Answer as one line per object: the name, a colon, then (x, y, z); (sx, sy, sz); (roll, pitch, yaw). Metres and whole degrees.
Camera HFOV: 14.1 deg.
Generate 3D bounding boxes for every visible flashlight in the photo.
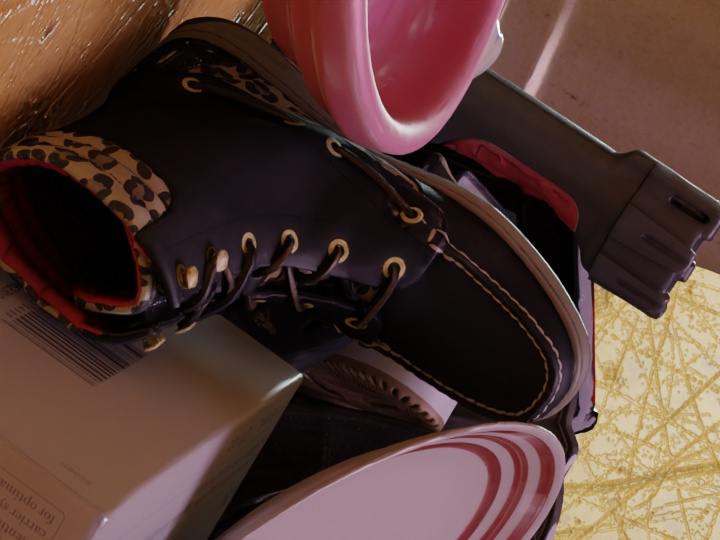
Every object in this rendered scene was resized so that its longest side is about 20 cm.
flashlight: (0.063, -0.051, 1.310); (0.068, 0.199, 0.068); (-54, 172, -11)

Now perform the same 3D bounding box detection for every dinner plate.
dinner plate: (-0.014, 0.112, 1.069); (0.199, 0.024, 0.200); (-26, 155, -13)

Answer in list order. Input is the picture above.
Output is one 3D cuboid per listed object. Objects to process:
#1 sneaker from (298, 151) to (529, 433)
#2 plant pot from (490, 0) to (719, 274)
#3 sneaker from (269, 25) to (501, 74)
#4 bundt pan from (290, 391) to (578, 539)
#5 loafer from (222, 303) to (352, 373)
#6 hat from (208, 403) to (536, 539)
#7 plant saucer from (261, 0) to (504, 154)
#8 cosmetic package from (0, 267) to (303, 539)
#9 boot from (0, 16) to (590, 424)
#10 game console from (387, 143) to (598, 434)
sneaker: (0.000, 0.000, 1.297); (0.200, 0.070, 0.109); (19, -108, 53)
plant pot: (0.147, -0.091, 1.563); (0.200, 0.183, 0.201); (25, 90, -89)
sneaker: (-0.023, -0.075, 1.193); (0.200, 0.073, 0.072); (-38, -162, -32)
bundt pan: (0.007, 0.082, 1.363); (0.076, 0.202, 0.203); (22, 106, -38)
loafer: (-0.055, 0.026, 1.205); (0.200, 0.068, 0.070); (-28, -176, 3)
hat: (-0.022, 0.149, 1.200); (0.201, 0.200, 0.081); (-57, 173, 9)
plant saucer: (0.014, -0.144, 1.024); (0.200, 0.051, 0.202); (14, 90, -72)
cosmetic package: (-0.142, 0.104, 1.013); (0.201, 0.123, 0.199); (-58, 171, 19)
boot: (-0.028, 0.003, 1.018); (0.074, 0.203, 0.154); (-56, 169, 32)
game console: (0.015, 0.032, 1.451); (0.118, 0.200, 0.173); (-15, 114, -30)
